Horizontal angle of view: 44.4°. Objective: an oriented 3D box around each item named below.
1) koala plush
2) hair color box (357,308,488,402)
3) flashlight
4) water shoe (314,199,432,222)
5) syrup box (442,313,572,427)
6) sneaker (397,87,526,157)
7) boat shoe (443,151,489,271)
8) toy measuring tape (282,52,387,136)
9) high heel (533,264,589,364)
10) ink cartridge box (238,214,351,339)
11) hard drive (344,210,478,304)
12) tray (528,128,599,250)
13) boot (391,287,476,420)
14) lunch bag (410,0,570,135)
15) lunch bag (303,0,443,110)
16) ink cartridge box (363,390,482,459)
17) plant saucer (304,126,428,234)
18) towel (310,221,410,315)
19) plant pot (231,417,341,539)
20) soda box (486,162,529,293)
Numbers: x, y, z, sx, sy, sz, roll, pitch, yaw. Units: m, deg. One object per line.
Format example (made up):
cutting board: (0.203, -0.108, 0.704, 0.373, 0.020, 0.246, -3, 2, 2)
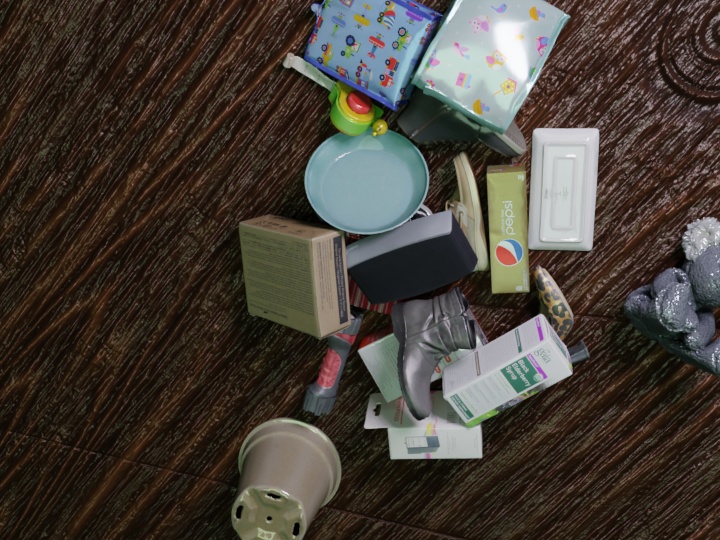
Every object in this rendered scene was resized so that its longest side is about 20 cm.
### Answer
koala plush: (0.535, 0.030, 1.394, 0.177, 0.184, 0.201, 38, 88, -15)
hair color box: (0.109, 0.131, 1.517, 0.199, 0.064, 0.112, -27, 101, 16)
flashlight: (-0.054, 0.158, 1.546, 0.067, 0.068, 0.202, 20, 108, 0)
water shoe: (0.021, -0.083, 1.453, 0.197, 0.079, 0.072, 8, 109, 5)
syrup box: (0.237, 0.164, 1.436, 0.199, 0.082, 0.079, -31, 113, 20)
sneaker: (0.162, -0.225, 1.403, 0.199, 0.075, 0.106, 34, 127, -10)
boat shoe: (0.167, -0.091, 1.437, 0.064, 0.072, 0.202, -8, 111, 10)
toy measuring tape: (-0.044, -0.271, 1.403, 0.199, 0.074, 0.074, 32, 109, -6)
high heel: (0.286, 0.098, 1.475, 0.141, 0.072, 0.201, -25, 111, 8)
ink cartridge box: (-0.109, 0.005, 1.448, 0.199, 0.075, 0.167, 15, 116, 45)
hard drive: (0.078, -0.014, 1.416, 0.198, 0.043, 0.135, -19, 133, 19)
tray: (0.328, -0.128, 1.427, 0.106, 0.022, 0.202, 2, 108, 8)
boot: (0.126, 0.134, 1.422, 0.130, 0.070, 0.202, -12, 81, 17)
lunch bag: (0.187, -0.321, 1.311, 0.169, 0.122, 0.201, 30, 85, -3)
lunch bag: (0.008, -0.365, 1.370, 0.199, 0.094, 0.152, 28, 112, 8)
ink cartridge box: (0.111, 0.267, 1.529, 0.197, 0.117, 0.068, -2, 115, 9)
plant saucer: (0.010, -0.138, 1.411, 0.197, 0.036, 0.202, -1, 64, 2)
towel: (0.000, 0.000, 1.495, 0.198, 0.023, 0.146, 15, 125, 2)
plant pot: (-0.143, 0.395, 1.572, 0.198, 0.184, 0.203, 2, 108, 7)
soda box: (0.240, -0.069, 1.433, 0.063, 0.068, 0.202, -3, 107, 10)
